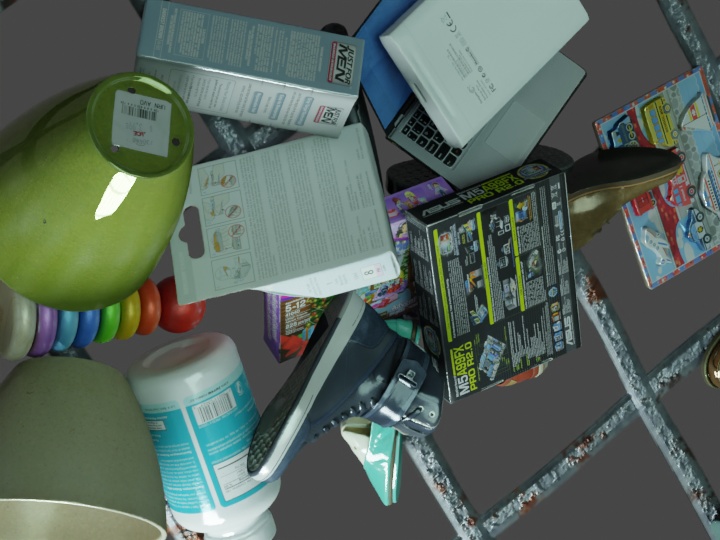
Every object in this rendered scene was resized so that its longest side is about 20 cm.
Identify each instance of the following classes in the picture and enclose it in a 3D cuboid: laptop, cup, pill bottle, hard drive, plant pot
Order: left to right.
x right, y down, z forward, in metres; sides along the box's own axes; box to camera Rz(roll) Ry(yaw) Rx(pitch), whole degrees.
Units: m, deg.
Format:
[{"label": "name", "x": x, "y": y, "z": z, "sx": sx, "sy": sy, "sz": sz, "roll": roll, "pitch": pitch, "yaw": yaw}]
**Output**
[{"label": "cup", "x": -0.267, "y": 0.160, "z": 1.499, "sx": 0.199, "sy": 0.200, "sz": 0.145, "roll": 13, "pitch": 66, "yaw": -26}, {"label": "plant pot", "x": -0.220, "y": -0.085, "z": 1.424, "sx": 0.186, "sy": 0.200, "sz": 0.189, "roll": 10, "pitch": 67, "yaw": -24}, {"label": "pill bottle", "x": -0.142, "y": 0.168, "z": 1.587, "sx": 0.110, "sy": 0.111, "sz": 0.202, "roll": -23, "pitch": 108, "yaw": -20}, {"label": "laptop", "x": 0.106, "y": -0.200, "z": 1.623, "sx": 0.199, "sy": 0.116, "sz": 0.188, "roll": 36, "pitch": 72, "yaw": 2}, {"label": "hard drive", "x": 0.121, "y": -0.232, "z": 1.610, "sx": 0.200, "sy": 0.027, "sz": 0.132, "roll": -45, "pitch": 113, "yaw": -22}]

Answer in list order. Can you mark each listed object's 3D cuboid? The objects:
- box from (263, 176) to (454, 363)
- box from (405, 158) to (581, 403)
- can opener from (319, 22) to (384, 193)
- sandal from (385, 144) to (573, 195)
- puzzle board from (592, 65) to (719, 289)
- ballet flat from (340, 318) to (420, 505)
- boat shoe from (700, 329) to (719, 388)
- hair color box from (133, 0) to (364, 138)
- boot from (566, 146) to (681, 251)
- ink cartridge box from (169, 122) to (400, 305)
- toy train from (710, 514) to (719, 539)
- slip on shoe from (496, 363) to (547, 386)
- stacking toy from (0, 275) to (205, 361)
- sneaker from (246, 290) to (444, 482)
[{"label": "box", "x": 0.000, "y": 0.000, "z": 1.630, "sx": 0.199, "sy": 0.039, "sz": 0.138, "roll": -21, "pitch": 140, "yaw": -21}, {"label": "box", "x": 0.132, "y": 0.010, "z": 1.637, "sx": 0.159, "sy": 0.044, "sz": 0.201, "roll": -22, "pitch": 120, "yaw": -20}, {"label": "can opener", "x": -0.012, "y": -0.143, "z": 1.636, "sx": 0.063, "sy": 0.078, "sz": 0.201, "roll": -50, "pitch": 126, "yaw": -54}, {"label": "sandal", "x": 0.119, "y": -0.092, "z": 1.699, "sx": 0.199, "sy": 0.075, "sz": 0.048, "roll": -9, "pitch": 121, "yaw": -16}, {"label": "puzzle board", "x": 0.343, "y": -0.101, "z": 1.828, "sx": 0.150, "sy": 0.017, "sz": 0.201, "roll": -28, "pitch": 110, "yaw": -19}, {"label": "ballet flat", "x": 0.015, "y": 0.138, "z": 1.682, "sx": 0.070, "sy": 0.067, "sz": 0.202, "roll": 7, "pitch": 111, "yaw": 3}, {"label": "boat shoe", "x": 0.474, "y": 0.073, "z": 1.889, "sx": 0.199, "sy": 0.068, "sz": 0.072, "roll": -31, "pitch": 112, "yaw": -17}, {"label": "hair color box", "x": -0.103, "y": -0.181, "z": 1.518, "sx": 0.198, "sy": 0.099, "sz": 0.061, "roll": 10, "pitch": 71, "yaw": -8}, {"label": "boot", "x": 0.243, "y": -0.073, "z": 1.757, "sx": 0.198, "sy": 0.074, "sz": 0.076, "roll": -19, "pitch": 119, "yaw": -8}, {"label": "ink cartridge box", "x": -0.074, "y": -0.043, "z": 1.551, "sx": 0.198, "sy": 0.164, "sz": 0.057, "roll": -17, "pitch": 143, "yaw": 6}, {"label": "toy train", "x": 0.496, "y": 0.292, "z": 1.932, "sx": 0.199, "sy": 0.085, "sz": 0.115, "roll": -31, "pitch": 101, "yaw": -18}, {"label": "slip on shoe", "x": 0.133, "y": 0.032, "z": 1.719, "sx": 0.061, "sy": 0.074, "sz": 0.201, "roll": -31, "pitch": 115, "yaw": -22}, {"label": "stacking toy", "x": -0.235, "y": 0.037, "z": 1.545, "sx": 0.199, "sy": 0.085, "sz": 0.086, "roll": -1, "pitch": 99, "yaw": -31}, {"label": "sneaker", "x": -0.006, "y": 0.139, "z": 1.566, "sx": 0.146, "sy": 0.077, "sz": 0.203, "roll": 39, "pitch": 67, "yaw": -16}]
